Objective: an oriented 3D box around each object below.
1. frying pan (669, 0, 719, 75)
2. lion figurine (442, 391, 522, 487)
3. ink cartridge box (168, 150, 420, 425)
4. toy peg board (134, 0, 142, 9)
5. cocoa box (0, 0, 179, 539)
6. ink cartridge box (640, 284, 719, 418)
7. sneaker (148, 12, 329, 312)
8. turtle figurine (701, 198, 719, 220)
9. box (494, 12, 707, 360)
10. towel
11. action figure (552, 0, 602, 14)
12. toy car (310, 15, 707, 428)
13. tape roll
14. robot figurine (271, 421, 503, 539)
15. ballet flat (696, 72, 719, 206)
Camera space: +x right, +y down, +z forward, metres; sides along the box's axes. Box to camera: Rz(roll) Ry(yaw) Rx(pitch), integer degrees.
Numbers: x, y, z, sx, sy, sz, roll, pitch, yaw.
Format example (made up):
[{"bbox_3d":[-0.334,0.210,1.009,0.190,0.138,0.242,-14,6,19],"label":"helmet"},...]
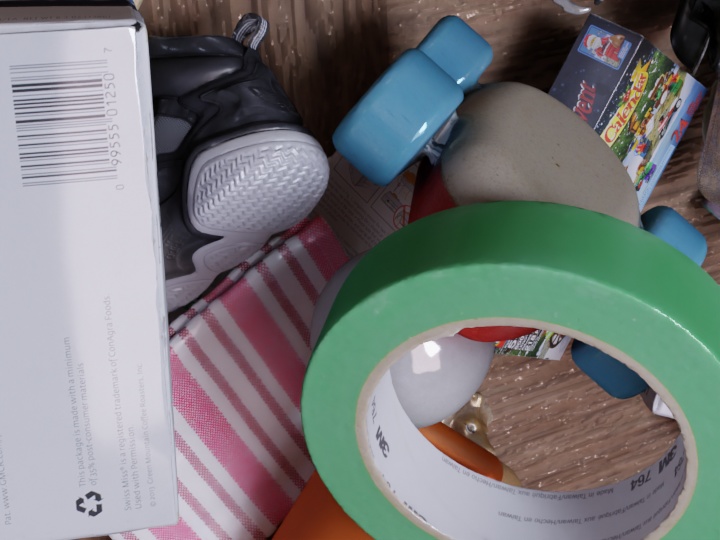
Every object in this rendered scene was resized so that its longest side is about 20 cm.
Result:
[{"bbox_3d":[0.193,-0.143,0.748,0.115,0.031,0.190,99,14,-54],"label":"frying pan"},{"bbox_3d":[0.067,0.147,0.876,0.123,0.072,0.200,-67,155,-7],"label":"lion figurine"},{"bbox_3d":[0.000,0.000,0.794,0.161,0.050,0.200,43,77,-36],"label":"ink cartridge box"},{"bbox_3d":[-0.211,-0.082,0.597,0.199,0.098,0.200,23,100,-35],"label":"toy peg board"},{"bbox_3d":[-0.147,-0.007,0.529,0.133,0.131,0.201,-5,109,-10],"label":"cocoa box"},{"bbox_3d":[0.254,0.058,0.849,0.199,0.163,0.057,20,108,-15],"label":"ink cartridge box"},{"bbox_3d":[-0.105,-0.050,0.688,0.200,0.114,0.075,-30,152,30],"label":"sneaker"},{"bbox_3d":[0.317,-0.097,0.863,0.101,0.150,0.200,34,103,-16],"label":"turtle figurine"},{"bbox_3d":[0.130,-0.042,0.805,0.136,0.038,0.200,10,110,-61],"label":"box"},{"bbox_3d":[-0.062,0.081,0.732,0.200,0.030,0.147,-41,125,-9],"label":"towel"},{"bbox_3d":[0.130,-0.202,0.724,0.199,0.102,0.119,11,122,-32],"label":"action figure"},{"bbox_3d":[0.041,0.009,0.682,0.184,0.177,0.200,41,116,-3],"label":"toy car"},{"bbox_3d":[0.074,0.065,0.587,0.200,0.048,0.201,9,130,11],"label":"tape roll"},{"bbox_3d":[0.001,0.175,0.731,0.116,0.144,0.200,15,117,-34],"label":"robot figurine"},{"bbox_3d":[0.248,-0.134,0.836,0.068,0.067,0.201,14,88,-21],"label":"ballet flat"}]
